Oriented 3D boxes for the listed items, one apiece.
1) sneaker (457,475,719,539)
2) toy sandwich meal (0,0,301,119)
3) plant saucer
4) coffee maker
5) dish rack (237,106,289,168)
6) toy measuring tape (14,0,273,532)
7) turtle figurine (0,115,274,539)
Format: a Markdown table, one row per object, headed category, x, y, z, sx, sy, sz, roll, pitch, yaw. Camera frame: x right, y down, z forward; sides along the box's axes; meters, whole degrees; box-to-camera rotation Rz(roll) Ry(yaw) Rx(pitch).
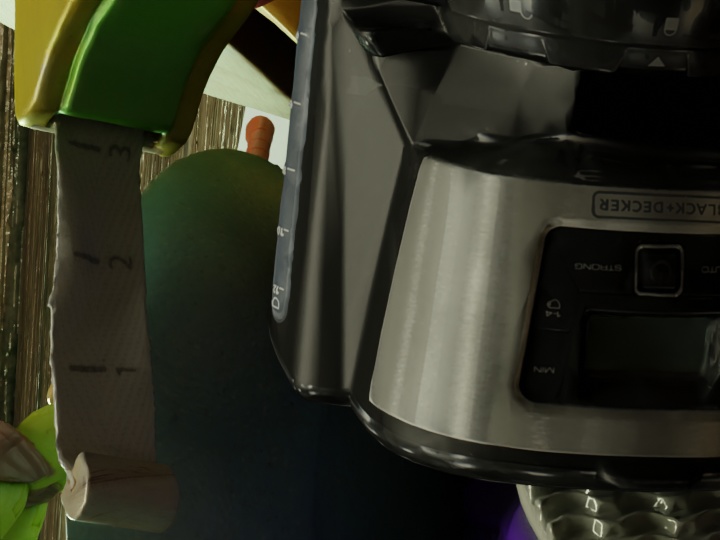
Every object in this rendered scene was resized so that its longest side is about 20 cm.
| category | x | y | z | sx | sy | sz | roll | pitch | yaw |
| --- | --- | --- | --- | --- | --- | --- | --- | --- | --- |
| sneaker | 0.062 | 0.078 | 0.591 | 0.200 | 0.069 | 0.100 | -114 | 23 | -80 |
| toy sandwich meal | -0.028 | -0.073 | 0.710 | 0.070 | 0.205 | 0.205 | -63 | 12 | -1 |
| plant saucer | -0.005 | 0.067 | 0.638 | 0.201 | 0.039 | 0.201 | -9 | -90 | -67 |
| coffee maker | 0.052 | -0.072 | 0.554 | 0.192 | 0.134 | 0.200 | -43 | -40 | -71 |
| dish rack | 0.000 | 0.000 | 0.844 | 0.172 | 0.043 | 0.200 | 105 | 147 | -48 |
| toy measuring tape | -0.043 | -0.049 | 0.564 | 0.074 | 0.073 | 0.200 | 114 | 155 | -63 |
| turtle figurine | -0.070 | 0.034 | 0.781 | 0.064 | 0.161 | 0.200 | 48 | 176 | -4 |
